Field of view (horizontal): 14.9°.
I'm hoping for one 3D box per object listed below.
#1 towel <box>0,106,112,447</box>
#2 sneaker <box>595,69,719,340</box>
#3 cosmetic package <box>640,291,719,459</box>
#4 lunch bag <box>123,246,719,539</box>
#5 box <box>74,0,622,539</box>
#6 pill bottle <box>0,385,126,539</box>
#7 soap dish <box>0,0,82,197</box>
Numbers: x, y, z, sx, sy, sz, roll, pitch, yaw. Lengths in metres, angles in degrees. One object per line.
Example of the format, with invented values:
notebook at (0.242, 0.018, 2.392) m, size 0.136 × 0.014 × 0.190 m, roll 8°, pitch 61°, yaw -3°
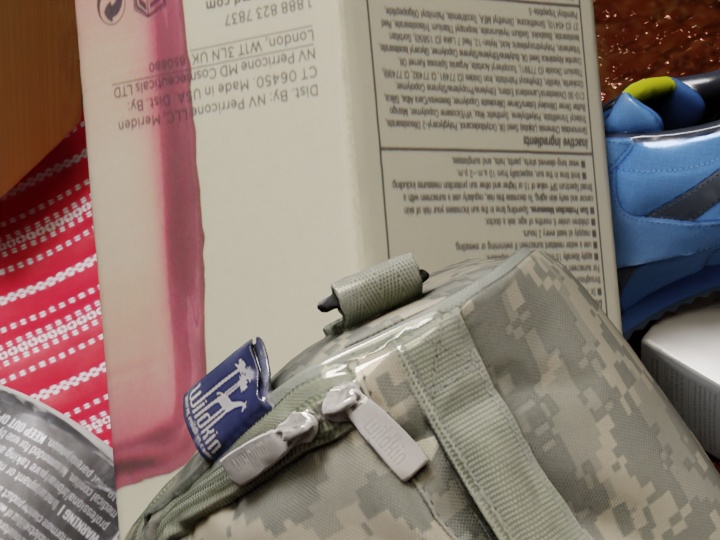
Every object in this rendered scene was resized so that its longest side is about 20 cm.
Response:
towel at (-0.131, 0.001, 0.970) m, size 0.144 × 0.023 × 0.201 m, roll -23°, pitch 56°, yaw -7°
sneaker at (0.078, -0.020, 0.880) m, size 0.199 × 0.079 × 0.066 m, roll -27°, pitch 26°, yaw 27°
cosmetic package at (0.209, 0.003, 0.906) m, size 0.150 × 0.052 × 0.200 m, roll 31°, pitch 64°, yaw 24°
lunch bag at (0.041, 0.095, 0.649) m, size 0.139 × 0.168 × 0.201 m, roll -34°, pitch 88°, yaw -16°
box at (0.000, 0.000, 0.821) m, size 0.109 × 0.127 × 0.201 m, roll -7°, pitch 86°, yaw 40°
pill bottle at (-0.143, 0.139, 0.823) m, size 0.106 × 0.106 × 0.200 m, roll 25°, pitch 63°, yaw 23°
soap dish at (-0.169, -0.133, 0.969) m, size 0.081 × 0.158 × 0.200 m, roll -18°, pitch 38°, yaw -28°
